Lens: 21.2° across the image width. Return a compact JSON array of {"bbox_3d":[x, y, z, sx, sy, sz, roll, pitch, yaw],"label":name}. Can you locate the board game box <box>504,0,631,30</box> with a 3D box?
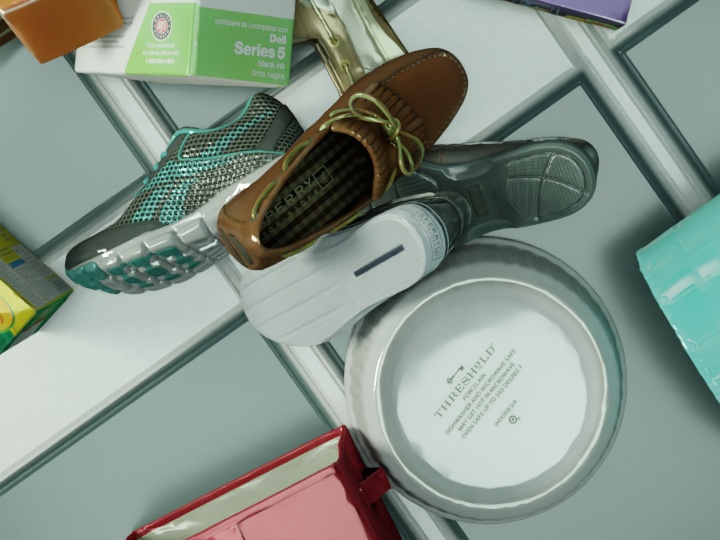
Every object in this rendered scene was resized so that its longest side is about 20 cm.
[{"bbox_3d":[0.105,-0.270,1.313,0.200,0.057,0.166,14,92,0],"label":"board game box"}]

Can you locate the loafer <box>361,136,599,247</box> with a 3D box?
[{"bbox_3d":[0.068,-0.056,1.324,0.200,0.063,0.072,-6,108,19],"label":"loafer"}]

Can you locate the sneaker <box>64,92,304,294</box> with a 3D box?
[{"bbox_3d":[-0.118,-0.053,1.328,0.200,0.078,0.091,-25,67,7],"label":"sneaker"}]

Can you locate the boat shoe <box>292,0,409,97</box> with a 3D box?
[{"bbox_3d":[-0.028,-0.174,1.310,0.066,0.074,0.200,-36,92,-3],"label":"boat shoe"}]

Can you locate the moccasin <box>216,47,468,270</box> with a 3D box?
[{"bbox_3d":[-0.005,-0.076,1.243,0.201,0.078,0.074,-35,105,-22],"label":"moccasin"}]

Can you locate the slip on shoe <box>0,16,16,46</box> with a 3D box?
[{"bbox_3d":[-0.289,-0.163,1.285,0.061,0.076,0.200,43,62,12],"label":"slip on shoe"}]

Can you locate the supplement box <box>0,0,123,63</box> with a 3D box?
[{"bbox_3d":[-0.219,-0.237,1.265,0.069,0.067,0.200,-26,60,4],"label":"supplement box"}]

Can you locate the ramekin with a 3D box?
[{"bbox_3d":[0.087,0.079,1.312,0.202,0.094,0.203,0,93,0],"label":"ramekin"}]

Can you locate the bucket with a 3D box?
[{"bbox_3d":[0.283,0.028,1.258,0.135,0.207,0.207,-33,92,12],"label":"bucket"}]

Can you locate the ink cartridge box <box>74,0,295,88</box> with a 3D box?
[{"bbox_3d":[-0.111,-0.225,1.266,0.084,0.145,0.200,3,94,-39],"label":"ink cartridge box"}]

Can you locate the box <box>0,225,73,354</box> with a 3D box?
[{"bbox_3d":[-0.293,-0.030,1.298,0.200,0.117,0.048,43,97,-1],"label":"box"}]

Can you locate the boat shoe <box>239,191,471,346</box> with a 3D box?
[{"bbox_3d":[0.000,0.000,1.291,0.200,0.071,0.072,-19,95,46],"label":"boat shoe"}]

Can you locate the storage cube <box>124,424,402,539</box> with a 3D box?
[{"bbox_3d":[-0.047,0.230,1.282,0.200,0.171,0.180,-26,93,2],"label":"storage cube"}]
